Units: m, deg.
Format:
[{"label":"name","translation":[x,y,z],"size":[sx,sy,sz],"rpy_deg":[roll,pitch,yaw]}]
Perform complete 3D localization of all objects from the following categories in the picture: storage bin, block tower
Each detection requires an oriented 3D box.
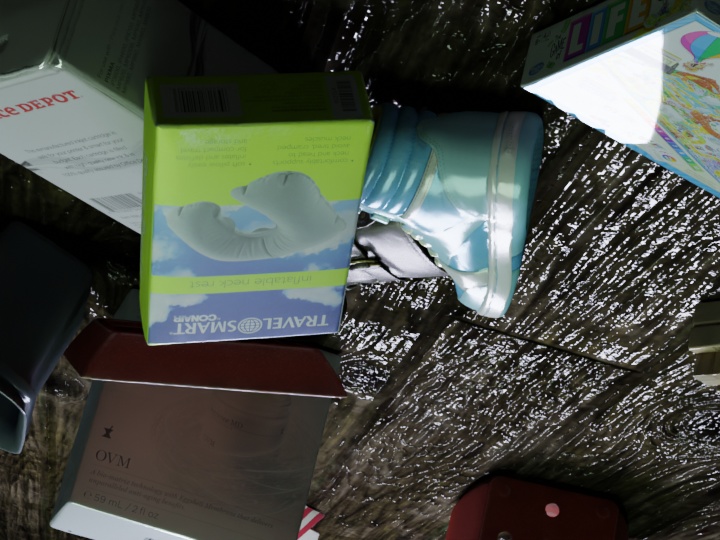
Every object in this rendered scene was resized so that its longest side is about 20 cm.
[{"label":"storage bin","translation":[-0.304,0.046,1.424],"size":[0.145,0.134,0.200],"rpy_deg":[33,157,-1]},{"label":"block tower","translation":[0.318,0.084,1.243],"size":[0.200,0.054,0.058],"rpy_deg":[30,155,-35]}]

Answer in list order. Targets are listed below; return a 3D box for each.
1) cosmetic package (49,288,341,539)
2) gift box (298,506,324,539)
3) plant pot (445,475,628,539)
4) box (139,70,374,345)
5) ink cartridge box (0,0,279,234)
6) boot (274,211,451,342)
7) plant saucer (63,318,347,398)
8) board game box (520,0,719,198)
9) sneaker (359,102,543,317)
[{"label":"cosmetic package","translation":[-0.144,0.149,1.504],"size":[0.199,0.200,0.123],"rpy_deg":[18,157,-12]},{"label":"gift box","translation":[-0.160,0.363,2.122],"size":[0.200,0.185,0.187],"rpy_deg":[24,167,-34]},{"label":"plant pot","translation":[0.181,0.321,1.779],"size":[0.199,0.200,0.176],"rpy_deg":[12,149,5]},{"label":"box","translation":[-0.065,-0.026,0.984],"size":[0.122,0.048,0.200],"rpy_deg":[-3,138,-11]},{"label":"ink cartridge box","translation":[-0.141,-0.099,1.020],"size":[0.145,0.085,0.200],"rpy_deg":[-7,153,43]},{"label":"boot","translation":[0.000,0.000,1.220],"size":[0.174,0.069,0.200],"rpy_deg":[-5,161,24]},{"label":"plant saucer","translation":[-0.125,0.065,1.336],"size":[0.199,0.037,0.200],"rpy_deg":[5,-179,-14]},{"label":"board game box","translation":[0.204,-0.086,0.899],"size":[0.200,0.034,0.134],"rpy_deg":[25,157,-27]},{"label":"sneaker","translation":[0.042,-0.042,1.063],"size":[0.130,0.080,0.200],"rpy_deg":[10,150,6]}]
